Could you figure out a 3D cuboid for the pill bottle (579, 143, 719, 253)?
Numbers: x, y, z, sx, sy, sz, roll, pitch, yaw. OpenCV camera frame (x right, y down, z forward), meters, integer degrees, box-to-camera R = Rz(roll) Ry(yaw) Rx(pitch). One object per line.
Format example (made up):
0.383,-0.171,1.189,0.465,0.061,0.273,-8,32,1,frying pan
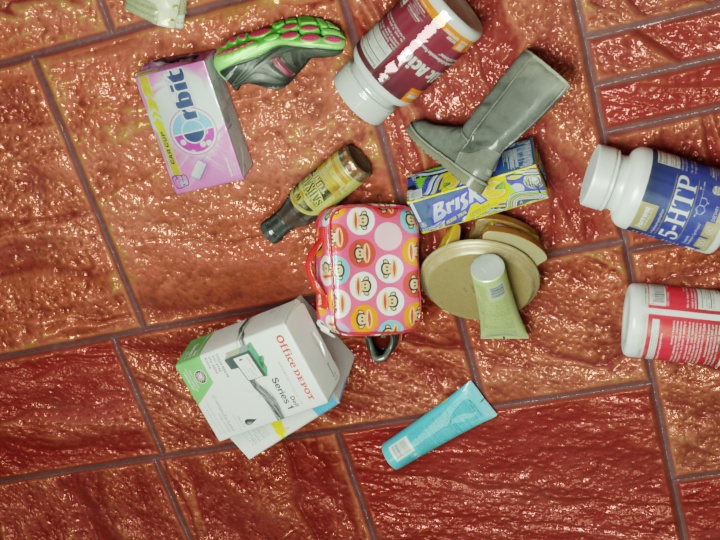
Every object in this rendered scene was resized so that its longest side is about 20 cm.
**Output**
0.419,-0.107,1.553,0.198,0.120,0.121,16,119,2,pill bottle

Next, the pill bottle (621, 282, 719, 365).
0.497,0.083,1.639,0.198,0.112,0.113,6,118,8,pill bottle

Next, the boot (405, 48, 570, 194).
0.177,-0.230,1.555,0.182,0.072,0.201,41,107,31,boot

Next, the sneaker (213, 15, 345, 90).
-0.112,-0.310,1.587,0.198,0.077,0.084,-8,133,18,sneaker

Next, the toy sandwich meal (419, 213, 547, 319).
0.185,-0.004,1.678,0.203,0.071,0.206,5,141,4,toy sandwich meal

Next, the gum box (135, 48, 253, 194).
-0.249,-0.227,1.647,0.112,0.066,0.202,-10,114,14,gum box

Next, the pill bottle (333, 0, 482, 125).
0.063,-0.303,1.523,0.114,0.114,0.200,43,117,-12,pill bottle

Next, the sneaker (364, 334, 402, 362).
0.030,0.054,1.729,0.076,0.082,0.202,-5,113,13,sneaker

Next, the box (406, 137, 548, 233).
0.171,-0.123,1.614,0.198,0.065,0.070,-15,132,18,box

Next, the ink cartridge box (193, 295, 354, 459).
-0.139,0.174,1.787,0.199,0.147,0.146,-35,105,23,ink cartridge box

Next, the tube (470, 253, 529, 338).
0.204,0.051,1.652,0.052,0.058,0.201,-41,144,-14,tube

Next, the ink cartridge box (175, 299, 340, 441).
-0.152,0.151,1.648,0.199,0.084,0.147,-22,107,21,ink cartridge box

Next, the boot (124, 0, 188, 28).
-0.240,-0.417,1.547,0.198,0.072,0.156,15,118,9,boot

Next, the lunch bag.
0.000,0.000,1.642,0.175,0.082,0.202,-1,90,-24,lunch bag

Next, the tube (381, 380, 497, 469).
0.127,0.264,1.843,0.199,0.051,0.078,-34,110,19,tube

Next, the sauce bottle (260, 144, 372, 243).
-0.071,-0.111,1.675,0.200,0.066,0.066,-39,104,24,sauce bottle
